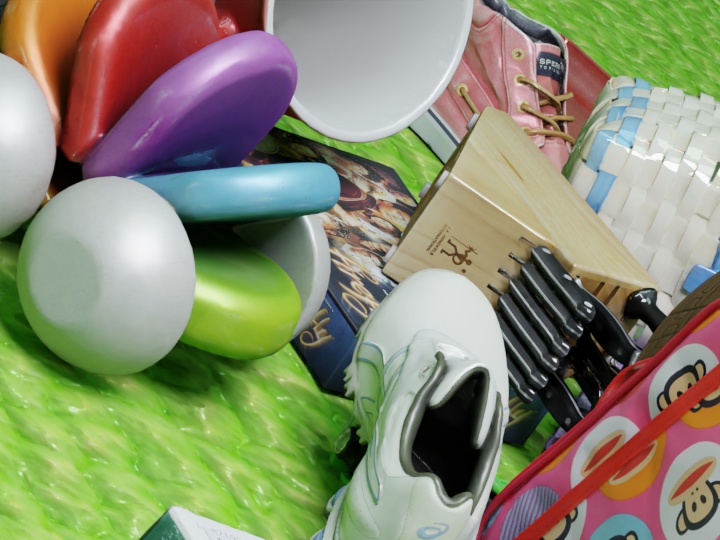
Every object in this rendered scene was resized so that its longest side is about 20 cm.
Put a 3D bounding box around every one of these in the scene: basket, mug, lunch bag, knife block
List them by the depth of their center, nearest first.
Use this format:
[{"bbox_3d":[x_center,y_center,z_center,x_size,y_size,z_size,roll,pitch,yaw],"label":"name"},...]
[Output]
[{"bbox_3d":[0.135,0.106,1.185,0.082,0.200,0.176,20,39,-35],"label":"lunch bag"},{"bbox_3d":[0.104,0.011,1.480,0.175,0.064,0.200,35,19,-2],"label":"knife block"},{"bbox_3d":[-0.072,-0.151,1.511,0.177,0.134,0.200,2,12,-40],"label":"mug"},{"bbox_3d":[0.200,-0.015,1.587,0.200,0.139,0.176,21,19,5],"label":"basket"}]

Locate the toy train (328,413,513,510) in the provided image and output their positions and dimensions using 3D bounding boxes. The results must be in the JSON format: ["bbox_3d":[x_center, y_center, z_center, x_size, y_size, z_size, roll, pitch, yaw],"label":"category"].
[{"bbox_3d":[0.072,0.115,1.333,0.200,0.042,0.056,29,11,-16],"label":"toy train"}]

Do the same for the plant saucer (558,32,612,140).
[{"bbox_3d":[0.136,-0.091,1.906,0.200,0.037,0.199,45,22,28],"label":"plant saucer"}]

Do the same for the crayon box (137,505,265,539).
[{"bbox_3d":[0.001,0.179,1.009,0.126,0.052,0.200,28,21,-53],"label":"crayon box"}]

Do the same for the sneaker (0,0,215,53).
[{"bbox_3d":[-0.174,-0.136,1.388,0.199,0.104,0.060,23,21,-11],"label":"sneaker"}]

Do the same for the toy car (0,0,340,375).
[{"bbox_3d":[-0.090,-0.053,1.291,0.200,0.150,0.175,43,21,22],"label":"toy car"}]

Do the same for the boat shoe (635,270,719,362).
[{"bbox_3d":[0.161,0.074,1.342,0.065,0.072,0.200,46,47,-20],"label":"boat shoe"}]

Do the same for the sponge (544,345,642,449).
[{"bbox_3d":[0.164,0.089,1.550,0.111,0.030,0.200,36,19,3],"label":"sponge"}]

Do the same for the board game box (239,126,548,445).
[{"bbox_3d":[0.000,0.000,1.483,0.135,0.035,0.200,18,26,-39],"label":"board game box"}]

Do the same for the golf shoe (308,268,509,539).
[{"bbox_3d":[0.039,0.059,1.237,0.078,0.097,0.200,26,42,-13],"label":"golf shoe"}]

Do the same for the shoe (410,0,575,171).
[{"bbox_3d":[0.098,-0.088,1.758,0.071,0.091,0.200,7,33,-52],"label":"shoe"}]
